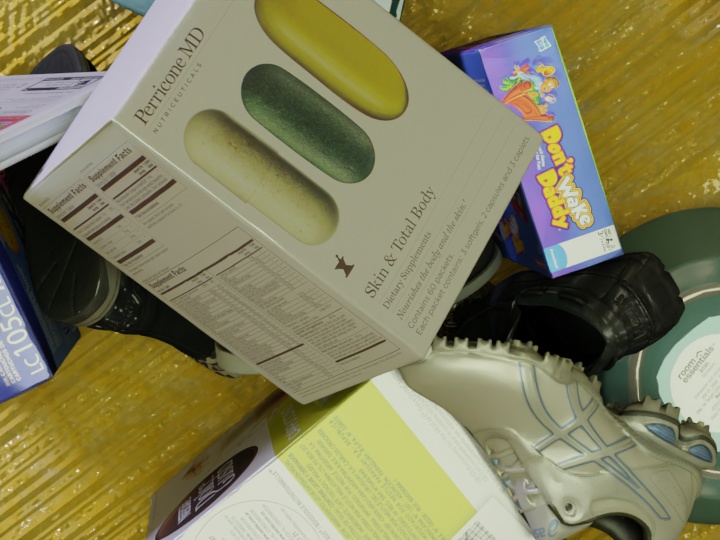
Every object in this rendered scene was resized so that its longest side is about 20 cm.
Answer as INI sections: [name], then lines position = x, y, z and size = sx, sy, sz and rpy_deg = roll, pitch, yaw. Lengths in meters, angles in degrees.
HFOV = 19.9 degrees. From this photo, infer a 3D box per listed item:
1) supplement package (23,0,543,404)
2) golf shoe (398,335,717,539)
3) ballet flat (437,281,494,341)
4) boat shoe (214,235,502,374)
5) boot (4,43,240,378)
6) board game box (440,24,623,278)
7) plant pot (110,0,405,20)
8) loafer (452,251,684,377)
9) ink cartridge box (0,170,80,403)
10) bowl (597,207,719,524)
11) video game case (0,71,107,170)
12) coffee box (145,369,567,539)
[supplement package]
position = -0.042, -0.055, 1.100
size = 0.200, 0.151, 0.152
rpy_deg = 37, 64, -14
[golf shoe]
position = 0.102, 0.100, 1.125
size = 0.199, 0.078, 0.098
rpy_deg = 24, 74, -16
[ballet flat]
position = 0.114, 0.065, 1.318
size = 0.200, 0.046, 0.067
rpy_deg = 42, 93, -6
[boat shoe]
position = 0.000, 0.000, 1.230
size = 0.201, 0.072, 0.061
rpy_deg = -22, 113, -28
[boot]
position = -0.139, -0.032, 1.277
size = 0.073, 0.204, 0.154
rpy_deg = -34, 140, 27
[board game box]
position = 0.095, -0.073, 1.225
size = 0.045, 0.200, 0.135
rpy_deg = -18, 97, -4
[plant pot]
position = -0.070, -0.198, 1.238
size = 0.199, 0.141, 0.142
rpy_deg = 13, 95, 2
[loafer]
position = 0.107, 0.036, 1.199
size = 0.070, 0.200, 0.068
rpy_deg = -34, 96, -30
[ink cartridge box]
position = -0.234, 0.009, 1.215
size = 0.076, 0.200, 0.137
rpy_deg = -25, 97, 2
[bowl]
position = 0.219, 0.062, 1.242
size = 0.200, 0.105, 0.202
rpy_deg = 0, 92, 4
[video game case]
position = -0.255, -0.073, 1.175
size = 0.199, 0.182, 0.023
rpy_deg = 3, 114, 40
[coffee box]
position = 0.003, 0.170, 1.245
size = 0.198, 0.200, 0.200
rpy_deg = -40, 97, 1
